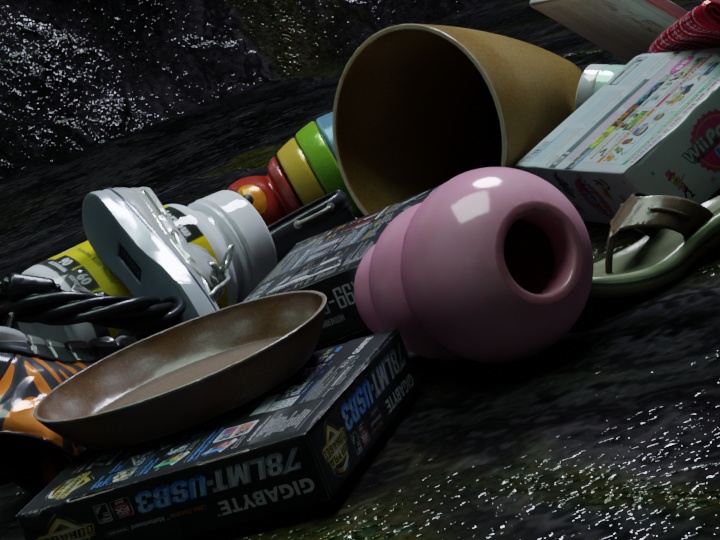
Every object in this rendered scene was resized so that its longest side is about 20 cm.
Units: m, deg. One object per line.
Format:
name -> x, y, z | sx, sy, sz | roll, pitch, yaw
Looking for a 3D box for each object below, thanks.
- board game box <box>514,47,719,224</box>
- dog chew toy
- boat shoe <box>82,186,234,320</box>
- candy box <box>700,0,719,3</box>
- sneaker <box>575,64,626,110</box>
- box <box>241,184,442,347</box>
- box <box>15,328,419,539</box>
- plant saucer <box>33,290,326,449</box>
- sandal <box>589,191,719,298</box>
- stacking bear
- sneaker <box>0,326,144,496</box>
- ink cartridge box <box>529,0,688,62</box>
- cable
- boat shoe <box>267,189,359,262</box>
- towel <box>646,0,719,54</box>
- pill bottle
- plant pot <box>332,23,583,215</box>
board game box -> 0.225, -0.103, 1.563 | 0.148, 0.064, 0.200 | -43, 15, -10
dog chew toy -> 0.062, 0.004, 1.326 | 0.124, 0.125, 0.200 | -27, 5, -29
boat shoe -> -0.134, 0.004, 1.585 | 0.086, 0.075, 0.202 | -16, 47, -33
candy box -> 0.353, -0.247, 1.819 | 0.072, 0.168, 0.200 | -48, 8, 11
sneaker -> 0.276, -0.141, 1.776 | 0.118, 0.074, 0.200 | 14, 12, 26
box -> 0.000, 0.000, 1.577 | 0.157, 0.050, 0.200 | -22, 11, 19
box -> -0.083, 0.108, 1.252 | 0.198, 0.050, 0.200 | -18, 10, 20
plant saucer -> -0.110, 0.067, 1.297 | 0.200, 0.035, 0.200 | -20, 9, 4
sandal -> 0.207, -0.033, 1.376 | 0.201, 0.057, 0.080 | -29, 13, -22
stacking bear -> -0.042, -0.085, 1.937 | 0.200, 0.122, 0.114 | -30, -15, 3
sneaker -> -0.192, 0.106, 1.406 | 0.200, 0.112, 0.078 | 5, -44, -33
ink cartridge box -> 0.278, -0.217, 1.822 | 0.176, 0.200, 0.045 | 5, 71, 64
cable -> -0.209, 0.041, 1.498 | 0.163, 0.051, 0.200 | -3, -17, -6
boat shoe -> -0.096, -0.016, 1.813 | 0.200, 0.060, 0.074 | -18, 13, 11
towel -> 0.309, -0.163, 1.584 | 0.144, 0.023, 0.200 | 19, -5, -2
pill bottle -> -0.174, 0.014, 1.680 | 0.200, 0.114, 0.114 | -28, 14, -31
plant pot -> 0.109, -0.126, 1.750 | 0.186, 0.187, 0.200 | -10, 3, 42
